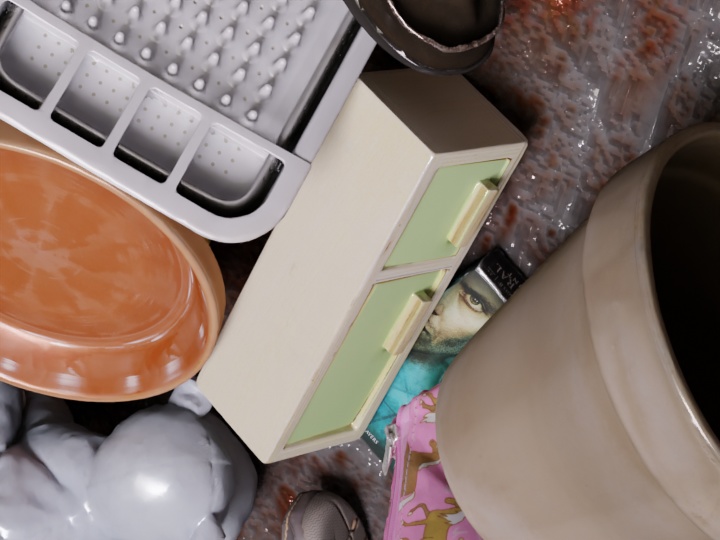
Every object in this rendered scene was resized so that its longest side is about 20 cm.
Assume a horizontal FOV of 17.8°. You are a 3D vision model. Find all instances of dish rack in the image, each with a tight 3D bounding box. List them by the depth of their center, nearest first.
[{"bbox_3d":[-0.078,-0.127,1.087,0.171,0.201,0.044,29,167,-4],"label":"dish rack"}]

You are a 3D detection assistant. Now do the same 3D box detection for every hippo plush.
[{"bbox_3d":[-0.145,0.103,1.265,0.160,0.200,0.161,-19,72,13],"label":"hippo plush"}]

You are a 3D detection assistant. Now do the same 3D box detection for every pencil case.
[{"bbox_3d":[0.046,0.152,1.115,0.086,0.201,0.083,-9,137,19],"label":"pencil case"}]

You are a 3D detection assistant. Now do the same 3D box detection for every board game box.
[{"bbox_3d":[0.089,0.100,1.208,0.200,0.028,0.135,48,127,-3],"label":"board game box"}]

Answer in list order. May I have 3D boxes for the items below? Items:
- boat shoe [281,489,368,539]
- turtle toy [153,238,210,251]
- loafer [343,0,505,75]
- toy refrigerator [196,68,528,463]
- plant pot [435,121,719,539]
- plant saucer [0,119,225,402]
[{"bbox_3d":[-0.038,0.213,1.306,0.073,0.075,0.202,11,119,21],"label":"boat shoe"},{"bbox_3d":[-0.132,-0.101,1.166,0.144,0.101,0.201,12,124,9],"label":"turtle toy"},{"bbox_3d":[0.016,-0.184,1.047,0.071,0.073,0.201,-5,111,62],"label":"loafer"},{"bbox_3d":[0.000,0.000,1.149,0.070,0.076,0.201,46,124,27],"label":"toy refrigerator"},{"bbox_3d":[0.132,0.057,1.063,0.173,0.200,0.201,-28,101,39],"label":"plant pot"},{"bbox_3d":[-0.162,-0.007,1.157,0.198,0.032,0.201,12,142,10],"label":"plant saucer"}]
